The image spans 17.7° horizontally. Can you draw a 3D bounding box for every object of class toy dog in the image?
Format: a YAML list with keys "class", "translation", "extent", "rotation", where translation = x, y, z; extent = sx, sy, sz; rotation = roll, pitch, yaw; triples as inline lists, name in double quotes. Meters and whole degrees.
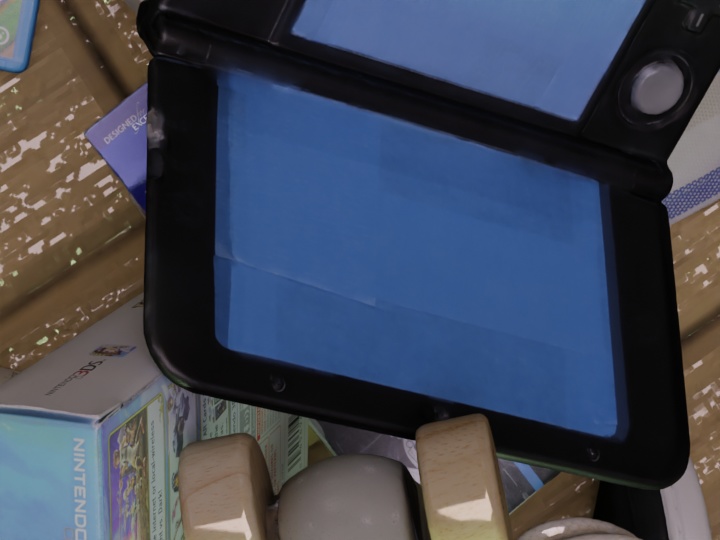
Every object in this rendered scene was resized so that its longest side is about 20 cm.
- class: "toy dog"
  translation: [0.011, 0.118, 0.710]
  extent: [0.131, 0.200, 0.097]
  rotation: [-17, 60, 23]

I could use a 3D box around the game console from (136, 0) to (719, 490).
- class: "game console"
  translation: [0.042, -0.049, 0.703]
  extent: [0.199, 0.117, 0.177]
  rotation: [14, 117, -30]

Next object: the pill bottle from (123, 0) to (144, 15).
- class: "pill bottle"
  translation: [0.000, -0.153, 0.771]
  extent: [0.200, 0.111, 0.111]
  rotation: [-43, 97, -3]

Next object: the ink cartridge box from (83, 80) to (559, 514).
- class: "ink cartridge box"
  translation: [0.000, 0.000, 0.818]
  extent: [0.099, 0.039, 0.200]
  rotation: [-40, 96, -2]

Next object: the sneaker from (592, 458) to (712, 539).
- class: "sneaker"
  translation: [0.063, 0.158, 0.816]
  extent: [0.111, 0.073, 0.202]
  rotation: [0, 95, -8]

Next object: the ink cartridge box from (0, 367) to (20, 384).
- class: "ink cartridge box"
  translation: [-0.193, 0.053, 0.757]
  extent: [0.198, 0.117, 0.068]
  rotation: [14, 94, -8]

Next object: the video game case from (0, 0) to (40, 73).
- class: "video game case"
  translation: [-0.168, -0.180, 0.796]
  extent: [0.142, 0.018, 0.202]
  rotation: [10, 92, -7]

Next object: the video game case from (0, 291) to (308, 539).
- class: "video game case"
  translation: [-0.064, 0.112, 0.727]
  extent: [0.045, 0.181, 0.202]
  rotation: [5, 105, 15]

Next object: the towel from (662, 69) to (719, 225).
- class: "towel"
  translation: [0.126, -0.115, 0.784]
  extent: [0.146, 0.024, 0.201]
  rotation: [-30, 129, -5]
